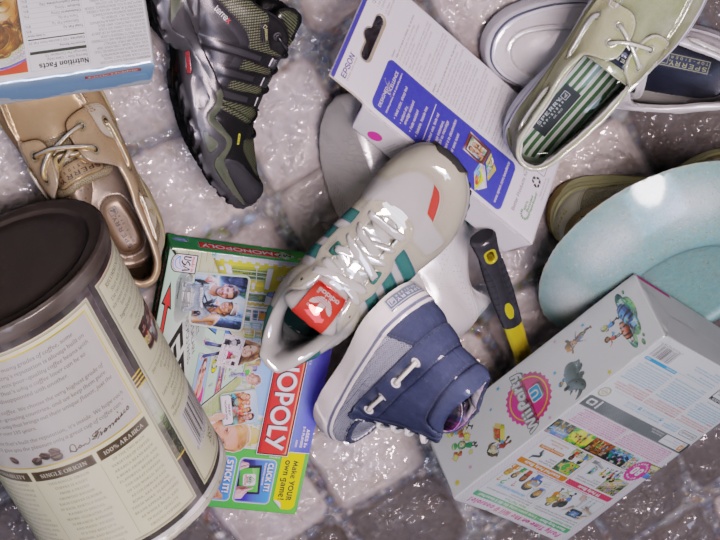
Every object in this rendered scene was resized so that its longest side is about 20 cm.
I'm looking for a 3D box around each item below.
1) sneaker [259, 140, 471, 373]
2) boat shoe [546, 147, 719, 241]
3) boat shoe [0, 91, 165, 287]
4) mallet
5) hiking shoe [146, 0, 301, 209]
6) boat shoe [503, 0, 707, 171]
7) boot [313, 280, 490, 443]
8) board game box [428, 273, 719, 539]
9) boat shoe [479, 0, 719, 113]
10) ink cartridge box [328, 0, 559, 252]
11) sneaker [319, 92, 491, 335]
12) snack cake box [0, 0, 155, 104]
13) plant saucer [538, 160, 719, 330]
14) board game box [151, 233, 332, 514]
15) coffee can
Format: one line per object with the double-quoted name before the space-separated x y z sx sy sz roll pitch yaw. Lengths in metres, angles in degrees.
"sneaker" -0.001 0.000 1.271 0.070 0.094 0.200 41 126 -5
"boat shoe" 0.239 -0.043 1.393 0.198 0.063 0.074 -5 113 -11
"boat shoe" -0.189 -0.078 1.280 0.071 0.065 0.201 -33 114 2
"mallet" 0.120 0.038 1.383 0.065 0.041 0.201 -20 135 -8
"hiking shoe" -0.080 -0.136 1.275 0.100 0.076 0.202 -19 122 -9
"boat shoe" 0.171 -0.144 1.268 0.072 0.062 0.201 32 110 -14
"boot" 0.028 0.094 1.334 0.072 0.200 0.091 -33 73 -25
"board game box" 0.171 0.105 1.386 0.200 0.065 0.147 -41 139 20
"boat shoe" 0.184 -0.149 1.335 0.198 0.065 0.074 1 113 -13
"ink cartridge box" 0.057 -0.107 1.308 0.200 0.037 0.095 39 57 -28
"sneaker" 0.037 -0.044 1.354 0.088 0.075 0.202 -29 114 -21
"snack cake box" -0.237 -0.165 1.208 0.198 0.067 0.116 -9 86 -9
"plant saucer" 0.227 0.002 1.372 0.199 0.039 0.202 -14 145 -10
"board game box" -0.093 0.078 1.388 0.133 0.029 0.202 7 110 -14
"coffee can" -0.193 0.077 1.259 0.145 0.147 0.201 -25 121 -1
